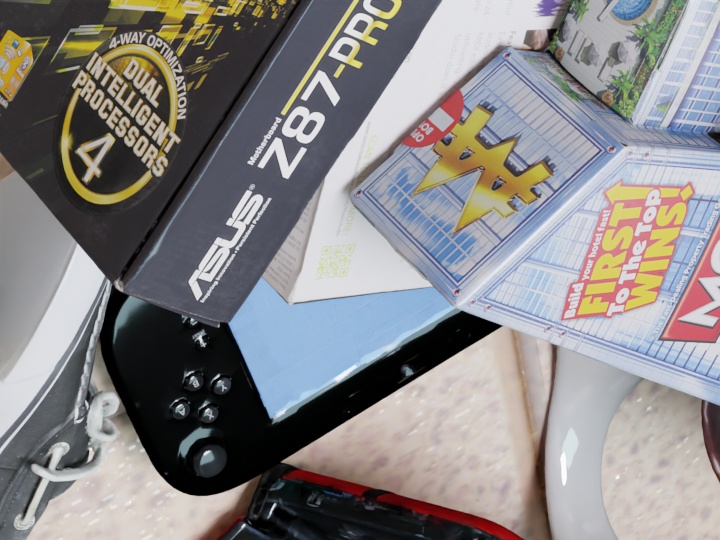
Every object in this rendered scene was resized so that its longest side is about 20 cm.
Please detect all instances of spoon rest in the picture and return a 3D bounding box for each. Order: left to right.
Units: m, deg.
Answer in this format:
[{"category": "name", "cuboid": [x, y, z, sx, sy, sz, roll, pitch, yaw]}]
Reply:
[{"category": "spoon rest", "cuboid": [0.111, 0.032, 1.188, 0.099, 0.061, 0.200, 0, 109, -37]}]

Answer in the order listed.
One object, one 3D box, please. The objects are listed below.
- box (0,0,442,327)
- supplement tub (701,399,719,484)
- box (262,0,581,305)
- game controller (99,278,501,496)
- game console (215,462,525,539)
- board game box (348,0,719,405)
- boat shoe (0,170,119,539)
[{"category": "box", "cuboid": [-0.057, -0.105, 0.845, 0.049, 0.200, 0.161, 23, 108, -46]}, {"category": "supplement tub", "cuboid": [0.202, 0.056, 1.188, 0.107, 0.107, 0.200, -51, 166, 9]}, {"category": "box", "cuboid": [0.068, -0.066, 0.920, 0.200, 0.036, 0.144, -5, 125, -34]}, {"category": "game controller", "cuboid": [0.000, 0.000, 1.084, 0.200, 0.042, 0.104, -31, 136, -13]}, {"category": "game console", "cuboid": [0.021, 0.168, 1.180, 0.200, 0.172, 0.119, 37, 71, -46]}, {"category": "board game box", "cuboid": [0.105, -0.044, 0.894, 0.200, 0.062, 0.200, 2, 121, -41]}, {"category": "boat shoe", "cuboid": [-0.119, 0.051, 1.012, 0.068, 0.074, 0.200, 12, 115, -36]}]
